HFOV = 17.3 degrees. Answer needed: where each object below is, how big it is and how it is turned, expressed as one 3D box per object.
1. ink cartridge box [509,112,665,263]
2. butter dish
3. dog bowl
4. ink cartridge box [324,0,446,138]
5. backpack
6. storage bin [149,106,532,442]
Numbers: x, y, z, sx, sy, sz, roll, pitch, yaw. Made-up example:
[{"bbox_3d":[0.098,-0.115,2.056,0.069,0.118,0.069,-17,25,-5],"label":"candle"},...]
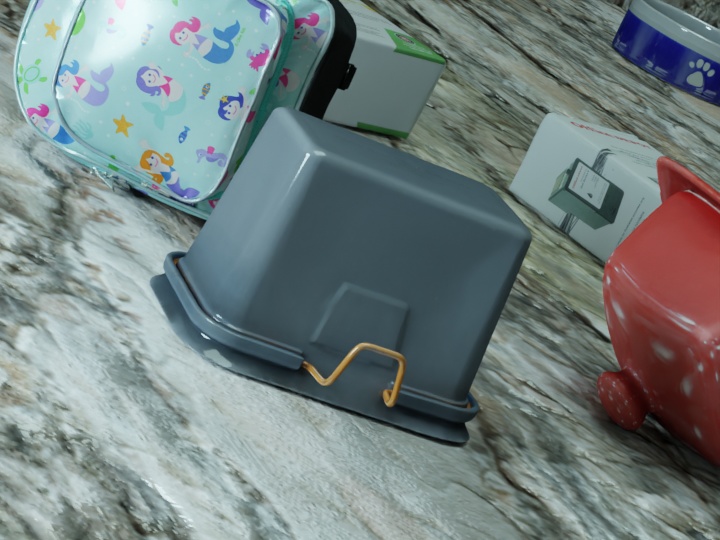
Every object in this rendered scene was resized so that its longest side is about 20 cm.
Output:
[{"bbox_3d":[0.251,-0.049,2.077,0.146,0.084,0.200,13,20,-43],"label":"ink cartridge box"},{"bbox_3d":[0.227,0.057,1.597,0.200,0.148,0.200,45,-21,48],"label":"butter dish"},{"bbox_3d":[0.457,-0.308,3.315,0.200,0.079,0.200,26,15,-7],"label":"dog bowl"},{"bbox_3d":[-0.047,-0.207,2.096,0.200,0.084,0.145,38,18,36],"label":"ink cartridge box"},{"bbox_3d":[-0.126,-0.135,1.549,0.200,0.178,0.151,27,9,14],"label":"backpack"},{"bbox_3d":[0.000,0.000,1.386,0.200,0.134,0.146,19,17,-24],"label":"storage bin"}]
